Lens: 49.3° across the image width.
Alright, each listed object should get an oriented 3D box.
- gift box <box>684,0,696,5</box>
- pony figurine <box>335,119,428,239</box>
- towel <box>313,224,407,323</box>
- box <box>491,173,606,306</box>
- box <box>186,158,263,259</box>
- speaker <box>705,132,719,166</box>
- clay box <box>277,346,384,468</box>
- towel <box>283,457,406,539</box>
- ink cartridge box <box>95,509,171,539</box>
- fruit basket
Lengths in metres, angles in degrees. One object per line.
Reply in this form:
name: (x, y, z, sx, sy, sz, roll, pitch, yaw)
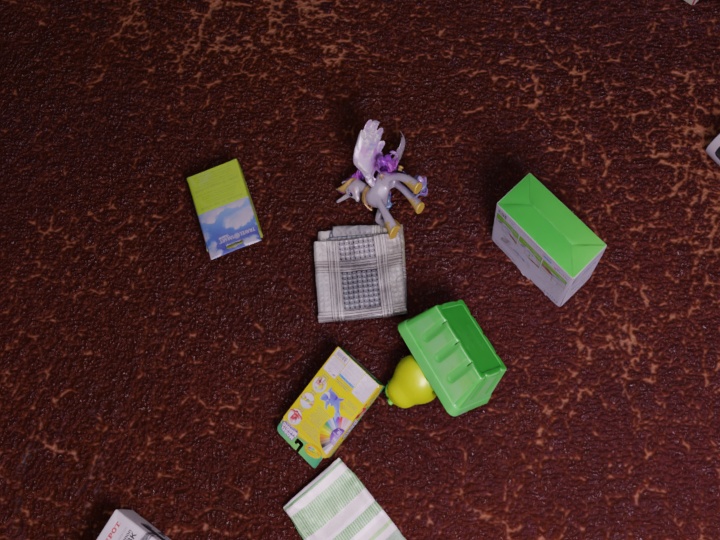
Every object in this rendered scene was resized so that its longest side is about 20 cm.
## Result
gift box: (0.724, -0.709, 1.676, 0.186, 0.200, 0.185, 40, 84, 16)
pony figurine: (0.047, -0.186, 1.600, 0.199, 0.165, 0.196, 38, 105, 34)
towel: (0.000, 0.000, 1.599, 0.187, 0.035, 0.205, -5, 70, 5)
box: (0.351, -0.052, 1.499, 0.096, 0.177, 0.200, -40, 71, -8)
box: (-0.286, -0.125, 1.670, 0.119, 0.048, 0.204, -20, 70, 0)
speaker: (0.781, -0.193, 1.548, 0.080, 0.081, 0.201, -34, 71, -6)
clay box: (-0.059, 0.261, 1.494, 0.114, 0.048, 0.201, 39, 93, 19)
towel: (-0.032, 0.470, 1.445, 0.152, 0.023, 0.201, -39, 71, -8)
ink cartridge box: (-0.400, 0.553, 1.428, 0.197, 0.084, 0.146, 29, 77, 16)
fruit basket: (0.144, 0.184, 1.483, 0.212, 0.154, 0.222, 7, 100, 42)
